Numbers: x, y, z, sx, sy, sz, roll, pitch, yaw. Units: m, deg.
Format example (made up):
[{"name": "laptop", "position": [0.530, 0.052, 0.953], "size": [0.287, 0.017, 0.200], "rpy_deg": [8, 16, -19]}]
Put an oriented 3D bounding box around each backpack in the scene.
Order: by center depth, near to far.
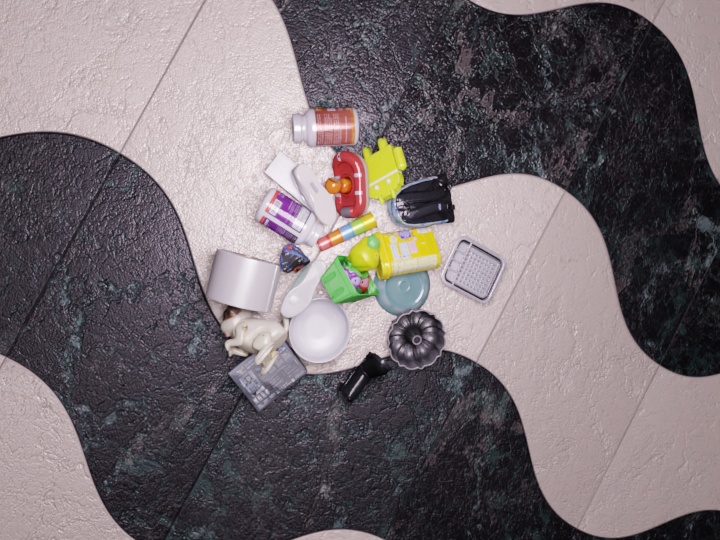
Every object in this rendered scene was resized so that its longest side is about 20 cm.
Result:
[{"name": "backpack", "position": [0.182, -0.208, 1.715], "size": [0.197, 0.153, 0.167], "rpy_deg": [-20, 101, -31]}]

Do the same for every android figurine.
[{"name": "android figurine", "position": [0.064, -0.304, 1.672], "size": [0.180, 0.041, 0.204], "rpy_deg": [-22, 70, 30]}]

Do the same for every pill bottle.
[{"name": "pill bottle", "position": [-0.214, -0.155, 1.642], "size": [0.198, 0.112, 0.114], "rpy_deg": [32, 87, -12]}, {"name": "pill bottle", "position": [-0.109, -0.437, 1.645], "size": [0.195, 0.112, 0.115], "rpy_deg": [-5, 95, -11]}]

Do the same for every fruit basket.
[{"name": "fruit basket", "position": [0.000, 0.000, 1.633], "size": [0.213, 0.216, 0.157], "rpy_deg": [-28, 77, -8]}]

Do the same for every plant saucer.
[{"name": "plant saucer", "position": [0.140, 0.050, 1.766], "size": [0.195, 0.036, 0.205], "rpy_deg": [-1, 93, -11]}]

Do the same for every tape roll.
[{"name": "tape roll", "position": [-0.341, 0.028, 1.583], "size": [0.199, 0.203, 0.142], "rpy_deg": [14, 90, -12]}]

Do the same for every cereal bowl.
[{"name": "cereal bowl", "position": [-0.131, 0.182, 1.695], "size": [0.195, 0.083, 0.205], "rpy_deg": [-1, 94, -11]}]

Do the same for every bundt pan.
[{"name": "bundt pan", "position": [0.175, 0.213, 1.753], "size": [0.197, 0.076, 0.207], "rpy_deg": [-2, 104, -9]}]

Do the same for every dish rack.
[{"name": "dish rack", "position": [0.373, -0.002, 1.806], "size": [0.197, 0.044, 0.174], "rpy_deg": [26, 87, -12]}]

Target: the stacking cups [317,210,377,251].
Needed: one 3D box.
[{"name": "stacking cups", "position": [-0.043, -0.117, 1.711], "size": [0.197, 0.060, 0.061], "rpy_deg": [-29, 99, -5]}]

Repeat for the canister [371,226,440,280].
[{"name": "canister", "position": [0.143, -0.059, 1.716], "size": [0.196, 0.087, 0.151], "rpy_deg": [-9, 64, -12]}]

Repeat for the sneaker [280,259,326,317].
[{"name": "sneaker", "position": [-0.178, 0.060, 1.655], "size": [0.073, 0.118, 0.202], "rpy_deg": [38, 76, -10]}]

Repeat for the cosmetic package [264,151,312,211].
[{"name": "cosmetic package", "position": [-0.195, -0.269, 1.669], "size": [0.199, 0.051, 0.083], "rpy_deg": [40, 88, -12]}]

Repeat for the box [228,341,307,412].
[{"name": "box", "position": [-0.289, 0.315, 1.688], "size": [0.199, 0.051, 0.159], "rpy_deg": [-39, 100, -6]}]

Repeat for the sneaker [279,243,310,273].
[{"name": "sneaker", "position": [-0.211, -0.041, 1.615], "size": [0.075, 0.200, 0.079], "rpy_deg": [-38, 85, 1]}]

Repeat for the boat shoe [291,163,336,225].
[{"name": "boat shoe", "position": [-0.145, -0.225, 1.623], "size": [0.072, 0.068, 0.201], "rpy_deg": [-45, 113, -19]}]

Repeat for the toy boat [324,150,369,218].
[{"name": "toy boat", "position": [-0.053, -0.261, 1.645], "size": [0.129, 0.129, 0.205], "rpy_deg": [-6, 95, -43]}]

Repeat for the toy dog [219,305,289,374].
[{"name": "toy dog", "position": [-0.329, 0.177, 1.605], "size": [0.198, 0.140, 0.196], "rpy_deg": [31, 78, 14]}]

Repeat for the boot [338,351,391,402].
[{"name": "boot", "position": [0.009, 0.336, 1.681], "size": [0.073, 0.198, 0.163], "rpy_deg": [44, 79, -8]}]
